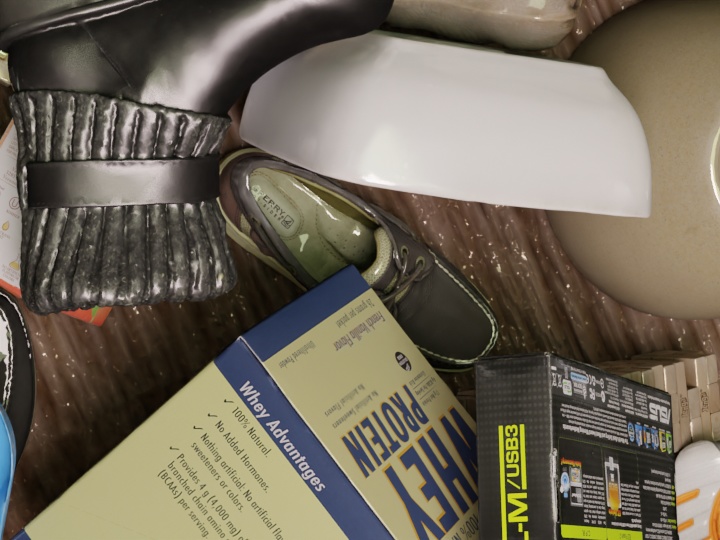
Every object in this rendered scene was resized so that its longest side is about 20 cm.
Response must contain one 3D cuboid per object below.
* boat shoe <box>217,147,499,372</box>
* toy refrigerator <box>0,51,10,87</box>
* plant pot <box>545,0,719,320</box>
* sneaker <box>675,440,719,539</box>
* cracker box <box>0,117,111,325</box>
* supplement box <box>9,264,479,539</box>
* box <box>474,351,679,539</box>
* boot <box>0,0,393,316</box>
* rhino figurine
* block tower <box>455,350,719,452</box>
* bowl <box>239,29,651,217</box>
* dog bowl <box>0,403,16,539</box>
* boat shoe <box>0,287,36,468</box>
[{"bbox_3d":[0.000,-0.001,1.024,0.200,0.066,0.072,35,86,-14],"label":"boat shoe"},{"bbox_3d":[-0.256,-0.184,0.947,0.199,0.070,0.076,32,87,-13],"label":"toy refrigerator"},{"bbox_3d":[0.219,-0.064,1.036,0.198,0.134,0.202,-1,96,-13],"label":"plant pot"},{"bbox_3d":[0.247,0.169,1.078,0.078,0.078,0.200,-22,121,27],"label":"sneaker"},{"bbox_3d":[-0.132,-0.076,0.948,0.057,0.134,0.201,29,87,12],"label":"cracker box"},{"bbox_3d":[-0.036,0.146,0.926,0.200,0.134,0.200,-40,87,29],"label":"supplement box"},{"bbox_3d":[0.114,0.148,0.883,0.047,0.200,0.195,-4,80,26],"label":"box"},{"bbox_3d":[-0.069,-0.067,0.842,0.209,0.079,0.159,-12,85,5],"label":"boot"},{"bbox_3d":[0.035,-0.166,0.992,0.198,0.088,0.060,9,122,11],"label":"rhino figurine"},{"bbox_3d":[0.133,0.086,1.024,0.199,0.054,0.058,-10,95,-41],"label":"block tower"},{"bbox_3d":[0.044,-0.086,0.954,0.198,0.200,0.075,5,99,-21],"label":"bowl"},{"bbox_3d":[-0.239,0.141,0.926,0.110,0.050,0.202,10,94,3],"label":"dog bowl"},{"bbox_3d":[-0.227,0.108,0.983,0.073,0.063,0.203,15,89,-8],"label":"boat shoe"}]
